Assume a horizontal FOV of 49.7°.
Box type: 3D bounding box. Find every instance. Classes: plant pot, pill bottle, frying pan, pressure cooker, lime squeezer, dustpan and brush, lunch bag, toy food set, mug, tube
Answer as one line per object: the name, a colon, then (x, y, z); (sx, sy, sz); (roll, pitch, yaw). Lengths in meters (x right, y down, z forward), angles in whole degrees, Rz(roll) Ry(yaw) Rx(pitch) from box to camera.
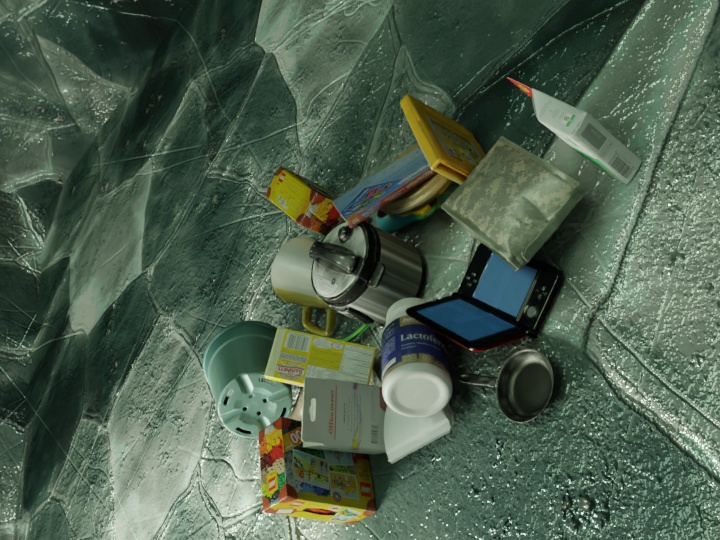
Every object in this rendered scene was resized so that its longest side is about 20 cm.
plant pot: (-0.226, 0.234, 1.608); (0.200, 0.200, 0.196); (-59, 19, 12)
pill bottle: (0.092, 0.143, 1.331); (0.116, 0.116, 0.200); (-47, 24, 27)
frying pan: (0.233, 0.193, 1.224); (0.190, 0.031, 0.115); (-33, 48, 43)
pressure cooker: (0.001, -0.003, 1.480); (0.176, 0.200, 0.179); (-33, 48, 34)
lime squeezer: (-0.035, 0.185, 1.574); (0.071, 0.038, 0.200); (26, 96, 36)
dustpan and brush: (0.090, 0.229, 1.382); (0.139, 0.057, 0.200); (-34, 53, 22)
lunch bag: (0.256, -0.101, 1.258); (0.164, 0.118, 0.200); (-49, 36, 6)
toy food set: (0.109, -0.178, 1.509); (0.198, 0.049, 0.200); (-52, 32, -13)
mug: (-0.078, 0.028, 1.652); (0.153, 0.187, 0.149); (17, 53, 45)
tube: (0.121, -0.132, 1.528); (0.200, 0.050, 0.078); (-28, 49, 35)

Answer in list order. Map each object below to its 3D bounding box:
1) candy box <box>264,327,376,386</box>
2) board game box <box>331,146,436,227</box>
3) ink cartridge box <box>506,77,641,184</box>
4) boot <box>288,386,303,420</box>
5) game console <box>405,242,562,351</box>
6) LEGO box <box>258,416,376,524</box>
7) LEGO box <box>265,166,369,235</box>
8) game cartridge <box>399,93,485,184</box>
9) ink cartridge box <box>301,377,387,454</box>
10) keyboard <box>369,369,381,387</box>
candy box: (-0.076, 0.179, 1.499); (0.026, 0.200, 0.102); (89, -166, -70)
board game box: (0.047, -0.158, 1.459); (0.200, 0.019, 0.103); (-33, 30, -1)
ink cartridge box: (0.321, -0.221, 1.213); (0.050, 0.161, 0.200); (-57, 37, 9)
boot: (-0.111, 0.275, 1.583); (0.200, 0.070, 0.146); (-36, 45, 53)
game console: (0.199, 0.036, 1.275); (0.200, 0.119, 0.173); (28, 95, 54)
LEGO box: (-0.079, 0.362, 1.396); (0.077, 0.200, 0.149); (-39, 45, 35)
LEGO box: (-0.097, -0.141, 1.709); (0.200, 0.149, 0.077); (39, 104, 52)
game cartridge: (0.167, -0.221, 1.398); (0.032, 0.176, 0.200); (-46, 42, 29)
ink cartridge box: (-0.034, 0.259, 1.379); (0.067, 0.200, 0.117); (-23, 60, 49)
keyboard: (0.023, 0.232, 1.493); (0.056, 0.011, 0.200); (-57, 37, 16)
